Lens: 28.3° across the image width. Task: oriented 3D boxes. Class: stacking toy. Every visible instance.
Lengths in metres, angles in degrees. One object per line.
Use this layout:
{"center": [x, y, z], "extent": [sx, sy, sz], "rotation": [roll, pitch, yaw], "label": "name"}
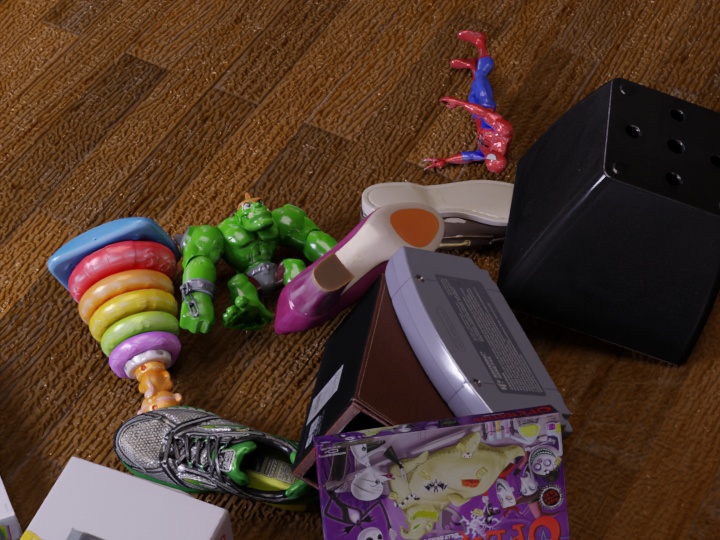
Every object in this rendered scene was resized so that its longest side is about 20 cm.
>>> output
{"center": [-0.210, 0.061, 1.359], "extent": [0.116, 0.110, 0.200], "rotation": [-24, 63, 3], "label": "stacking toy"}

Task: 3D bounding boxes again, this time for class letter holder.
{"center": [0.038, 0.122, 1.265], "extent": [0.142, 0.101, 0.200], "rotation": [32, 31, -11], "label": "letter holder"}

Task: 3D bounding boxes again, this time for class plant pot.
{"center": [0.263, -0.063, 1.362], "extent": [0.199, 0.178, 0.200], "rotation": [19, 49, -6], "label": "plant pot"}

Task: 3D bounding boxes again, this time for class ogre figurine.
{"center": [-0.100, -0.006, 1.406], "extent": [0.200, 0.098, 0.120], "rotation": [-25, 60, -13], "label": "ogre figurine"}

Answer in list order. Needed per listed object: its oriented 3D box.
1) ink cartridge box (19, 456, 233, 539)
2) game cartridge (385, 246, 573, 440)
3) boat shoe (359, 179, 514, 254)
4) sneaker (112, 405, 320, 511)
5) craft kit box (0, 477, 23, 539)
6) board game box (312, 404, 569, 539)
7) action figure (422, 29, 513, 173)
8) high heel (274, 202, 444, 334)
{"center": [-0.202, 0.283, 1.130], "extent": [0.146, 0.147, 0.200], "rotation": [16, 51, 15], "label": "ink cartridge box"}
{"center": [0.100, 0.066, 1.278], "extent": [0.133, 0.040, 0.200], "rotation": [14, 39, -46], "label": "game cartridge"}
{"center": [0.098, -0.050, 1.461], "extent": [0.199, 0.060, 0.072], "rotation": [0, 37, -10], "label": "boat shoe"}
{"center": [-0.123, 0.160, 1.259], "extent": [0.199, 0.085, 0.078], "rotation": [8, 77, 9], "label": "sneaker"}
{"center": [-0.429, 0.191, 1.281], "extent": [0.197, 0.049, 0.200], "rotation": [-20, 52, -19], "label": "craft kit box"}
{"center": [0.067, 0.181, 1.152], "extent": [0.199, 0.120, 0.032], "rotation": [-7, 13, -7], "label": "board game box"}
{"center": [0.110, -0.179, 1.568], "extent": [0.099, 0.065, 0.200], "rotation": [-3, 48, -12], "label": "action figure"}
{"center": [0.000, 0.000, 1.367], "extent": [0.067, 0.096, 0.200], "rotation": [49, 46, 4], "label": "high heel"}
